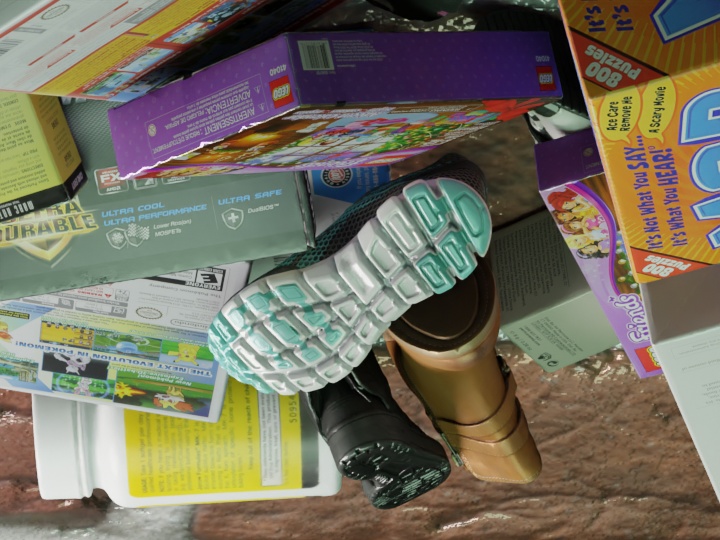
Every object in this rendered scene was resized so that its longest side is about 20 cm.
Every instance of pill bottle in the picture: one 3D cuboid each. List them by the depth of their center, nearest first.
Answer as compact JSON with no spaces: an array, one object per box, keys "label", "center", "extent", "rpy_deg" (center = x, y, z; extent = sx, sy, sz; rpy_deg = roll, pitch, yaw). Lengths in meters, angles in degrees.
[{"label":"pill bottle","center":[-0.114,0.098,1.858],"extent":[0.199,0.115,0.115],"rpy_deg":[-3,144,-3]}]

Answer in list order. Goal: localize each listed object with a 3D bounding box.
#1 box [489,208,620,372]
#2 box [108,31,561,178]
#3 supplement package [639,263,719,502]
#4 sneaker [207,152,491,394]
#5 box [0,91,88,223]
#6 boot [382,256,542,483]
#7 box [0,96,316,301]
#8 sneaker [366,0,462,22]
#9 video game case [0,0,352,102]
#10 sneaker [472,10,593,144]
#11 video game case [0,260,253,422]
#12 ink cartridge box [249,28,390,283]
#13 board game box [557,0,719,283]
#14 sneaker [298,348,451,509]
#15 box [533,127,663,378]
[{"label":"box","center":[0.182,-0.015,1.771],"extent":[0.199,0.083,0.068],"rpy_deg":[-23,140,25]},{"label":"box","center":[-0.011,-0.085,1.453],"extent":[0.199,0.039,0.136],"rpy_deg":[-5,171,-46]},{"label":"supplement package","center":[0.237,0.038,1.615],"extent":[0.121,0.120,0.200],"rpy_deg":[-16,139,11]},{"label":"sneaker","center":[0.000,0.000,1.617],"extent":[0.199,0.091,0.078],"rpy_deg":[-30,105,25]},{"label":"box","center":[-0.216,-0.123,1.499],"extent":[0.075,0.050,0.201],"rpy_deg":[-18,104,12]},{"label":"boot","center":[0.066,0.072,1.751],"extent":[0.076,0.200,0.156],"rpy_deg":[-31,107,-13]},{"label":"box","center":[-0.136,-0.095,1.556],"extent":[0.199,0.050,0.200],"rpy_deg":[-8,107,3]},{"label":"sneaker","center":[-0.017,-0.205,1.457],"extent":[0.199,0.087,0.080],"rpy_deg":[30,153,10]},{"label":"video game case","center":[-0.104,-0.122,1.371],"extent":[0.143,0.018,0.200],"rpy_deg":[-28,164,31]},{"label":"sneaker","center":[0.129,-0.085,1.671],"extent":[0.199,0.074,0.088],"rpy_deg":[23,134,-33]},{"label":"video game case","center":[-0.171,0.022,1.681],"extent":[0.199,0.022,0.183],"rpy_deg":[9,145,-4]},{"label":"ink cartridge box","center":[-0.082,-0.059,1.670],"extent":[0.199,0.086,0.147],"rpy_deg":[-4,145,1]},{"label":"board game box","center":[0.203,-0.147,1.455],"extent":[0.199,0.201,0.200],"rpy_deg":[-16,151,6]},{"label":"sneaker","center":[-0.002,0.081,1.768],"extent":[0.060,0.105,0.200],"rpy_deg":[-28,161,6]},{"label":"box","center":[0.198,-0.021,1.667],"extent":[0.136,0.039,0.200],"rpy_deg":[-17,139,15]}]
